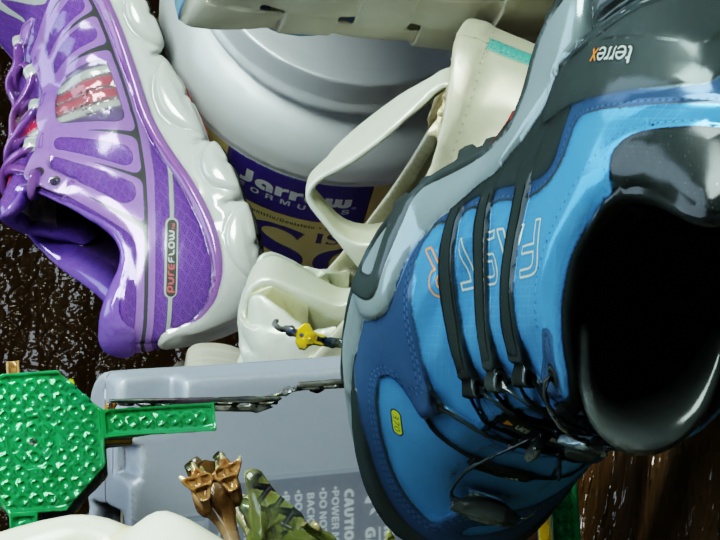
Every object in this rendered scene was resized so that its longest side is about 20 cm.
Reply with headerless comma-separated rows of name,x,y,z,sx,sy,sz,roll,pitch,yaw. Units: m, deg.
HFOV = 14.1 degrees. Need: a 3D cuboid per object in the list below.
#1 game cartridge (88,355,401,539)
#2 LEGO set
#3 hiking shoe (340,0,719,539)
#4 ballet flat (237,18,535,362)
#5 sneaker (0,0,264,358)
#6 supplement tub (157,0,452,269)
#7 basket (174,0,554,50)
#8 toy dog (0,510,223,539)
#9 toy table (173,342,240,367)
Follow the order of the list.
game cartridge,-0.015,0.125,0.864,0.040,0.133,0.200,-168,77,-64
LEGO set,-0.019,0.089,0.788,0.116,0.200,0.154,118,140,-81
hiking shoe,0.043,0.013,0.647,0.200,0.074,0.087,114,162,-46
ballet flat,0.000,0.000,0.938,0.200,0.069,0.069,-52,18,26
sneaker,-0.108,-0.054,1.101,0.200,0.083,0.081,59,159,29
supplement tub,-0.013,-0.076,1.170,0.200,0.145,0.146,107,171,-62
basket,0.012,-0.175,0.941,0.139,0.176,0.200,110,159,-57
toy dog,-0.031,0.162,0.621,0.200,0.194,0.140,-68,9,-17
toy table,-0.020,0.107,1.097,0.200,0.117,0.184,-92,11,-62
